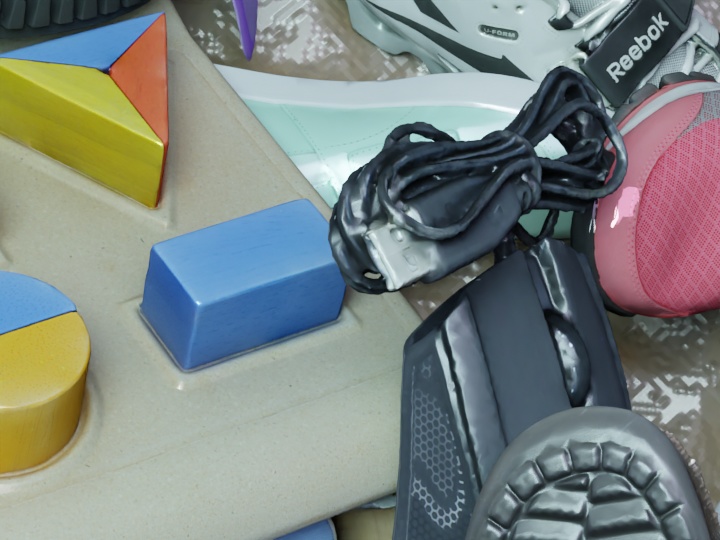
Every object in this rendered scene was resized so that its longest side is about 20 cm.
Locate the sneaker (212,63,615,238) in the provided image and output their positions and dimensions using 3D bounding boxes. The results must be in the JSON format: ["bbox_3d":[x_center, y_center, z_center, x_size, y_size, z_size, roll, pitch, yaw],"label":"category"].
[{"bbox_3d":[0.000,0.000,0.888,0.199,0.074,0.119,4,62,3],"label":"sneaker"}]

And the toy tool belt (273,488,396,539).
[{"bbox_3d":[-0.042,0.133,0.821,0.199,0.125,0.124,-11,90,-29],"label":"toy tool belt"}]

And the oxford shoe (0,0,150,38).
[{"bbox_3d":[-0.084,-0.131,0.858,0.084,0.073,0.200,21,40,31],"label":"oxford shoe"}]

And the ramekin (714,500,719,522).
[{"bbox_3d":[0.165,0.085,0.824,0.094,0.203,0.203,34,68,17],"label":"ramekin"}]

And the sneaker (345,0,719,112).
[{"bbox_3d":[0.075,-0.079,0.925,0.199,0.089,0.074,30,67,2],"label":"sneaker"}]

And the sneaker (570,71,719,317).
[{"bbox_3d":[0.153,-0.025,0.874,0.199,0.087,0.074,-10,104,-38],"label":"sneaker"}]

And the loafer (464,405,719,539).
[{"bbox_3d":[0.071,0.124,0.741,0.072,0.071,0.202,-2,110,17],"label":"loafer"}]

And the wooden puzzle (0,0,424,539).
[{"bbox_3d":[-0.085,-0.005,0.791,0.184,0.046,0.200,-18,56,-31],"label":"wooden puzzle"}]

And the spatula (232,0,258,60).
[{"bbox_3d":[-0.019,-0.160,0.960,0.020,0.057,0.201,11,58,14],"label":"spatula"}]

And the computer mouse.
[{"bbox_3d":[0.046,0.054,0.768,0.052,0.202,0.138,11,21,30],"label":"computer mouse"}]
